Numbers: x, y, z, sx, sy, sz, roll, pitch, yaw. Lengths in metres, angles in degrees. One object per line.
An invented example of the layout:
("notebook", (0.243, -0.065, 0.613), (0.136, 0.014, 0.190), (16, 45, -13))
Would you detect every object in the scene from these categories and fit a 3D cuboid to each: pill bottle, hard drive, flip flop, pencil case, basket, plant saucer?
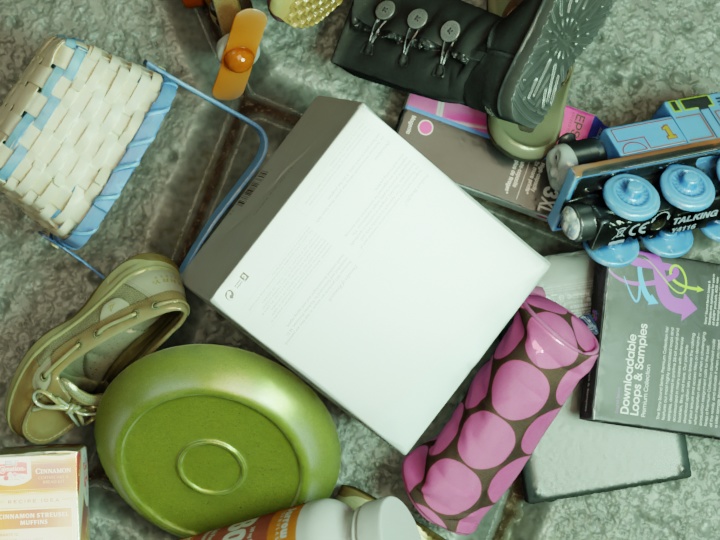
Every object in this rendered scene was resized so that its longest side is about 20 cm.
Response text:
("pill bottle", (-0.055, 0.241, 1.627), (0.199, 0.112, 0.113), (-19, 89, 20))
("hard drive", (0.190, 0.084, 1.736), (0.139, 0.033, 0.201), (-9, 88, -4))
("flip flop", (0.141, -0.185, 1.713), (0.081, 0.058, 0.201), (10, 63, -4))
("pencil case", (0.108, 0.111, 1.676), (0.091, 0.094, 0.200), (17, 115, -42))
("basket", (-0.193, -0.089, 1.670), (0.200, 0.139, 0.177), (35, 86, -16))
("plant saucer", (-0.115, 0.148, 1.658), (0.199, 0.031, 0.201), (3, 124, 5))

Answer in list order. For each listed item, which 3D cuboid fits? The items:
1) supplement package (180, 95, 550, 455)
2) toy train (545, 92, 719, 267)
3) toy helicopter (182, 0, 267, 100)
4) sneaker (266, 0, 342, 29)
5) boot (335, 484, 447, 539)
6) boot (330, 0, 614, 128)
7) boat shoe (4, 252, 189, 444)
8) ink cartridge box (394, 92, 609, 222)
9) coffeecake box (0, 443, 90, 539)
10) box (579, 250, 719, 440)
("supplement package", (0.000, 0.000, 1.650), (0.200, 0.147, 0.191), (39, 86, -16))
("toy train", (0.238, -0.074, 1.684), (0.199, 0.087, 0.114), (-12, 54, -23))
("toy helicopter", (-0.110, -0.216, 1.646), (0.079, 0.200, 0.133), (-10, 78, 4))
("sneaker", (-0.034, -0.268, 1.686), (0.090, 0.075, 0.200), (38, 45, 7))
("boot", (0.033, 0.287, 1.698), (0.200, 0.072, 0.155), (31, 85, 5))
("boot", (0.089, -0.207, 1.684), (0.165, 0.200, 0.066), (-57, 136, -14))
("boat shoe", (-0.209, 0.074, 1.661), (0.201, 0.063, 0.073), (-44, 134, 18))
("ink cartridge box", (0.127, -0.101, 1.741), (0.199, 0.037, 0.095), (20, 86, -5))
("coffeecake box", (-0.248, 0.239, 1.642), (0.073, 0.154, 0.201), (-2, 88, -4))
("box", (0.281, 0.065, 1.716), (0.199, 0.036, 0.144), (10, 82, -17))
